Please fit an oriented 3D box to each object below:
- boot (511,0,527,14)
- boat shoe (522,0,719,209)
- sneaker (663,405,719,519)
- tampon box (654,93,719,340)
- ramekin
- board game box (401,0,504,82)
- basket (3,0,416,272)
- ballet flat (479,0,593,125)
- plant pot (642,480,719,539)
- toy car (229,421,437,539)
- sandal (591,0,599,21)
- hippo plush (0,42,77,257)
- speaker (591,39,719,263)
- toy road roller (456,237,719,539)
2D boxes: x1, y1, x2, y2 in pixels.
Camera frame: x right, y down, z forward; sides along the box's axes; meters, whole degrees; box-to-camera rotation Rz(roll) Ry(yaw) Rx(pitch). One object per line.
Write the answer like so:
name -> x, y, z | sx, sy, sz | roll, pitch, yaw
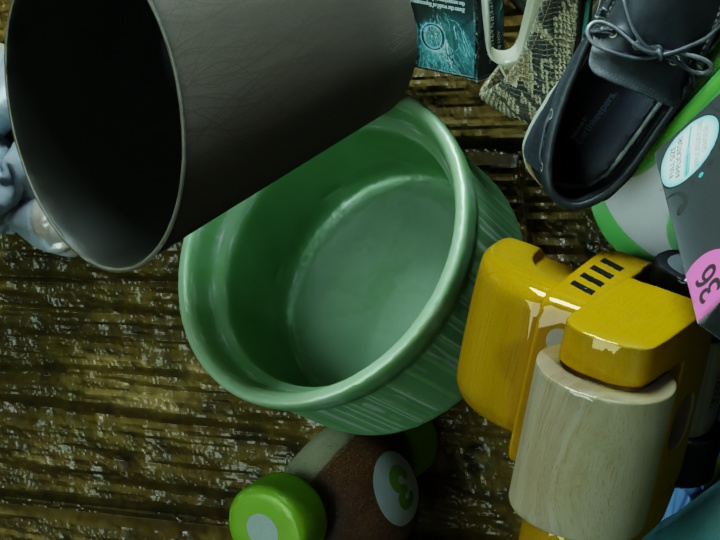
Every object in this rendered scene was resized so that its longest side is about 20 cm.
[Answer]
boot -> 0.146, -0.233, 1.346 | 0.153, 0.073, 0.204 | 9, 108, 35
boat shoe -> 0.146, -0.114, 1.279 | 0.074, 0.062, 0.200 | 24, 117, -12
sneaker -> 0.180, 0.066, 1.389 | 0.083, 0.071, 0.200 | 33, 123, 18
tampon box -> 0.260, -0.048, 1.189 | 0.126, 0.150, 0.200 | 35, 116, -23
ramekin -> 0.000, 0.000, 1.461 | 0.200, 0.098, 0.200 | -15, 61, 29
board game box -> -0.003, -0.190, 1.419 | 0.200, 0.028, 0.136 | 16, 117, 38
basket -> -0.074, -0.111, 1.353 | 0.136, 0.200, 0.181 | 14, 115, 39
ballet flat -> 0.102, -0.165, 1.319 | 0.075, 0.068, 0.200 | 15, 122, 1
plant pot -> 0.260, 0.164, 1.279 | 0.188, 0.200, 0.200 | -45, 71, 23
toy car -> 0.025, 0.201, 1.507 | 0.200, 0.164, 0.158 | 38, 123, 15
sandal -> 0.178, -0.159, 1.323 | 0.082, 0.055, 0.200 | 31, 132, -12
hippo plush -> -0.290, -0.072, 1.692 | 0.200, 0.161, 0.160 | -2, 100, 40
speaker -> 0.208, -0.083, 1.320 | 0.089, 0.088, 0.200 | 54, 128, 16
toy road roller -> 0.108, 0.055, 1.283 | 0.146, 0.200, 0.123 | 19, 113, 21
